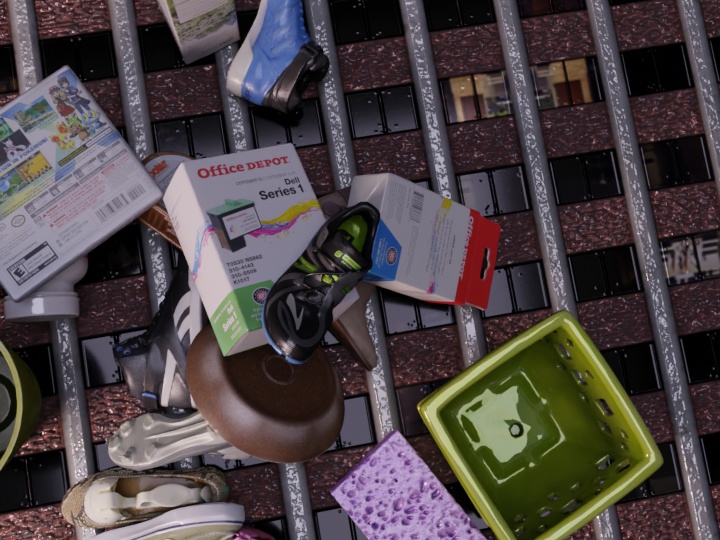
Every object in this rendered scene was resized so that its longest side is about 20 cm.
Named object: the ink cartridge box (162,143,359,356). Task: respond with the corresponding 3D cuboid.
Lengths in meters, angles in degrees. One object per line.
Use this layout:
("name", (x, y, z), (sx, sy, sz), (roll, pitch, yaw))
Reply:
("ink cartridge box", (-0.112, -0.027, 0.963), (0.144, 0.084, 0.202), (-15, 73, -32))

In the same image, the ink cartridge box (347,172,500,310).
("ink cartridge box", (0.073, -0.029, 1.040), (0.199, 0.067, 0.118), (19, 78, -38))

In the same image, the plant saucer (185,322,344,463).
("plant saucer", (-0.098, 0.120, 0.989), (0.198, 0.037, 0.202), (21, 41, -20))

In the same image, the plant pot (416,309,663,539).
("plant pot", (0.185, 0.182, 0.994), (0.198, 0.182, 0.201), (-32, 86, -8))

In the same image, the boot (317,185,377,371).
("boot", (0.000, 0.000, 1.063), (0.146, 0.070, 0.201), (-40, 95, -16))

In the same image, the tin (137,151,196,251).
("tin", (-0.183, -0.067, 1.041), (0.199, 0.042, 0.112), (35, 38, 0))

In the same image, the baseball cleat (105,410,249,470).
("baseball cleat", (-0.195, 0.203, 1.021), (0.198, 0.107, 0.070), (-15, 54, 22))

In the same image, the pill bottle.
("pill bottle", (-0.374, -0.045, 1.017), (0.107, 0.109, 0.203), (-5, 84, -5))

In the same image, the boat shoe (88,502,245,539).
("boat shoe", (-0.217, 0.313, 0.987), (0.198, 0.072, 0.063), (-20, 62, 15))

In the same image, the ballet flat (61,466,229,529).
("ballet flat", (-0.251, 0.259, 1.006), (0.197, 0.075, 0.069), (-5, 82, -4))

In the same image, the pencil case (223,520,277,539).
("pencil case", (-0.161, 0.389, 0.994), (0.086, 0.083, 0.201), (32, 83, 8))

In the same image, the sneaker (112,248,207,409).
("sneaker", (-0.238, 0.063, 1.032), (0.110, 0.073, 0.203), (-1, 84, -4))

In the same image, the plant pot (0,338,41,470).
("plant pot", (-0.437, 0.146, 0.948), (0.197, 0.193, 0.203), (0, 84, -4))

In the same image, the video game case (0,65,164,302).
("video game case", (-0.350, -0.097, 0.962), (0.199, 0.022, 0.183), (-38, 91, -12))

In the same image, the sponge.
("sponge", (0.066, 0.304, 1.047), (0.111, 0.030, 0.201), (-39, 88, -8))

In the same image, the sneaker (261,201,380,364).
("sneaker", (-0.037, 0.003, 0.884), (0.070, 0.083, 0.201), (35, 56, -9))

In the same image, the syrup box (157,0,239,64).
("syrup box", (-0.195, -0.323, 1.018), (0.078, 0.200, 0.082), (-26, 87, -7))

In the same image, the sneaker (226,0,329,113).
("sneaker", (-0.078, -0.293, 1.083), (0.110, 0.077, 0.202), (23, 86, 5))
